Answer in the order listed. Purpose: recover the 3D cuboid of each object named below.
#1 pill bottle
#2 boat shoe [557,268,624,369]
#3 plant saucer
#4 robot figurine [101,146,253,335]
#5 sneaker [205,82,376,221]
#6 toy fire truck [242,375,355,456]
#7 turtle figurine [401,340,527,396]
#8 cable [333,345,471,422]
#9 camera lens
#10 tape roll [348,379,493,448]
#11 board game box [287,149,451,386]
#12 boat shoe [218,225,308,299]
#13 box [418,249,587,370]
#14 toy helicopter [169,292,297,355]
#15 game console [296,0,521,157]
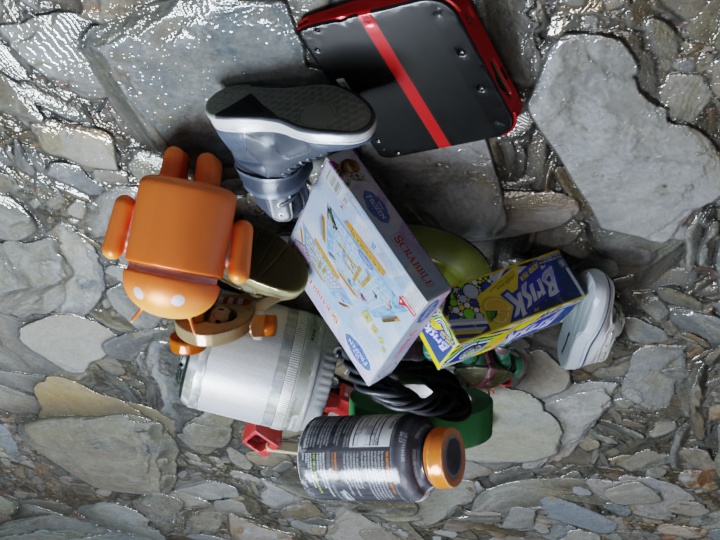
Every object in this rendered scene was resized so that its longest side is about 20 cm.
[{"bbox_3d":[0.029,0.231,1.333,0.197,0.108,0.107,-6,142,31],"label":"pill bottle"},{"bbox_3d":[0.292,0.056,1.337,0.066,0.075,0.201,-6,153,-5],"label":"boat shoe"},{"bbox_3d":[0.067,0.018,1.362,0.196,0.031,0.201,6,144,5],"label":"plant saucer"},{"bbox_3d":[-0.202,-0.034,1.221,0.142,0.204,0.116,12,179,-39],"label":"robot figurine"},{"bbox_3d":[-0.055,-0.119,1.143,0.200,0.077,0.147,11,139,32],"label":"sneaker"},{"bbox_3d":[-0.064,0.220,1.572,0.198,0.143,0.049,25,142,-18],"label":"toy fire truck"},{"bbox_3d":[0.149,0.098,1.359,0.197,0.102,0.149,9,152,-32],"label":"turtle figurine"},{"bbox_3d":[0.069,0.139,1.367,0.198,0.052,0.163,16,-170,-40],"label":"cable"},{"bbox_3d":[-0.138,0.121,1.442,0.197,0.162,0.161,15,144,-6],"label":"camera lens"},{"bbox_3d":[0.082,0.195,1.476,0.197,0.049,0.201,1,-171,0],"label":"tape roll"},{"bbox_3d":[0.000,0.000,1.239,0.041,0.201,0.200,-23,160,-32],"label":"board game box"},{"bbox_3d":[-0.152,-0.013,1.317,0.198,0.074,0.064,21,147,13],"label":"boat shoe"},{"bbox_3d":[0.162,0.043,1.249,0.198,0.071,0.065,-18,157,-30],"label":"box"},{"bbox_3d":[-0.137,0.046,1.331,0.131,0.199,0.080,15,118,35],"label":"toy helicopter"},{"bbox_3d":[0.054,-0.197,1.084,0.174,0.031,0.201,-6,140,31],"label":"game console"}]
